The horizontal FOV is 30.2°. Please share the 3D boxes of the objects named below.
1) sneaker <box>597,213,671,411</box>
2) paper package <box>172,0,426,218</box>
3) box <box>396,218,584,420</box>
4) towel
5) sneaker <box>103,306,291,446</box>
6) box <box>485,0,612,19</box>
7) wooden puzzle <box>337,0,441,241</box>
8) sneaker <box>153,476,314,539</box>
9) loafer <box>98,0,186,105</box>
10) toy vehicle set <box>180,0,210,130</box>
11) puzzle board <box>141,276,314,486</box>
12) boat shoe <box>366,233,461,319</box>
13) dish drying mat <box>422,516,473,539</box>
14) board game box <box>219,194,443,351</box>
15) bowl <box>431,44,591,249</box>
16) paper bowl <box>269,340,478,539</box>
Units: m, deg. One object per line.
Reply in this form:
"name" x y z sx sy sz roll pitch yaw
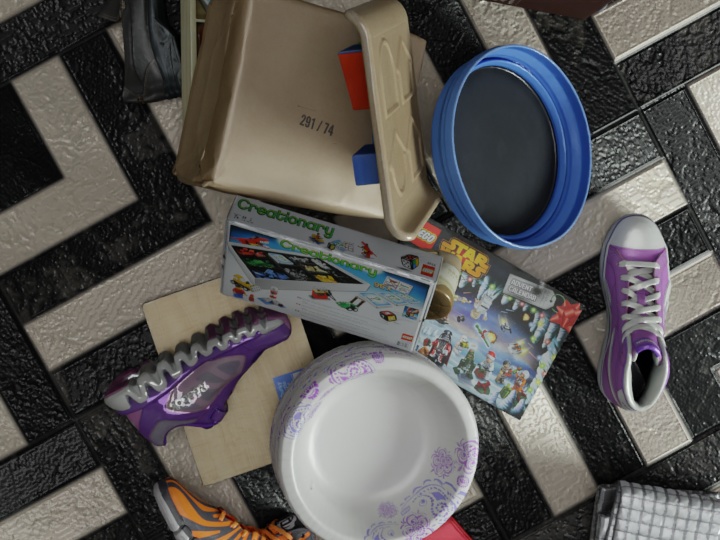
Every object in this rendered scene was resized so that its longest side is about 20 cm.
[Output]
"sneaker" 0.285 0.043 1.338 0.072 0.114 0.201 0 92 -1
"paper package" -0.058 -0.157 1.278 0.200 0.103 0.191 10 93 -30
"box" 0.109 0.045 1.366 0.200 0.040 0.137 29 91 -3
"towel" 0.313 0.317 1.372 0.165 0.086 0.200 8 95 -1
"sneaker" -0.151 0.108 1.329 0.200 0.080 0.089 -29 101 3
"box" 0.153 -0.349 1.282 0.200 0.166 0.165 10 92 -3
"wooden puzzle" 0.021 -0.139 1.192 0.046 0.185 0.200 -9 103 14
"sneaker" -0.117 0.266 1.360 0.112 0.078 0.200 -39 105 -4
"loafer" -0.226 -0.263 1.319 0.072 0.073 0.200 -15 93 2
"toy vehicle set" -0.115 -0.211 1.320 0.124 0.026 0.201 -3 95 -30
"puzzle board" -0.122 0.104 1.372 0.150 0.017 0.200 -19 95 -2
"boat shoe" 0.000 0.000 1.319 0.200 0.072 0.065 6 52 17
"dish drying mat" 0.039 0.342 1.393 0.200 0.018 0.077 -42 93 1
"board game box" -0.031 0.006 1.253 0.200 0.126 0.035 17 55 2
"bowl" 0.148 -0.119 1.307 0.200 0.039 0.201 4 85 -40
"paper bowl" 0.009 0.169 1.326 0.200 0.104 0.201 -3 102 -13
